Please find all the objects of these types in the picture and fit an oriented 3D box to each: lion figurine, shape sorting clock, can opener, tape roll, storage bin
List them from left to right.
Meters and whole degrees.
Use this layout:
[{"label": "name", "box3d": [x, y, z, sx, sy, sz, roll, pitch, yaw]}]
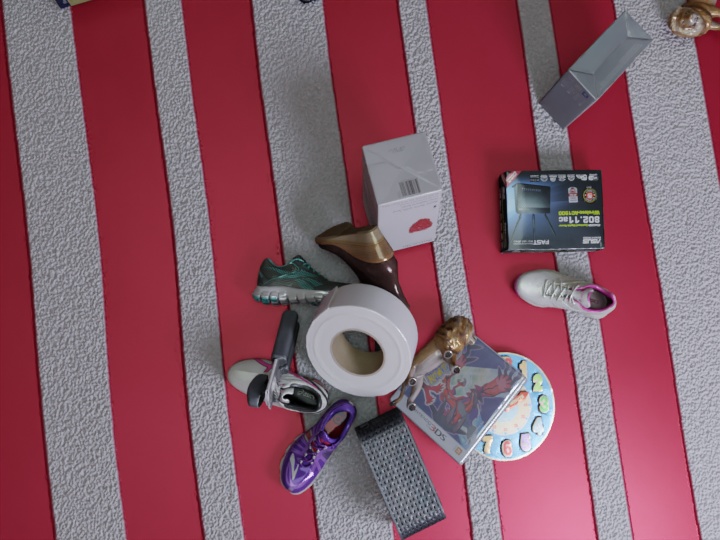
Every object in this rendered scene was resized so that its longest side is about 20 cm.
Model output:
[{"label": "can opener", "box3d": [-0.159, 0.159, 1.482, 0.065, 0.054, 0.203, 3, 46, 7]}, {"label": "tape roll", "box3d": [0.002, 0.127, 1.475, 0.197, 0.071, 0.207, 9, 125, 13]}, {"label": "storage bin", "box3d": [0.070, 0.363, 1.481, 0.092, 0.135, 0.204, -24, 86, -5]}, {"label": "lion figurine", "box3d": [0.128, 0.164, 1.506, 0.198, 0.123, 0.073, -34, 112, 12]}, {"label": "shape sorting clock", "box3d": [0.273, 0.257, 1.551, 0.194, 0.039, 0.206, 0, 85, -3]}, {"label": "lion figurine", "box3d": [0.686, -0.545, 1.631, 0.120, 0.073, 0.204, 16, 70, 6]}]

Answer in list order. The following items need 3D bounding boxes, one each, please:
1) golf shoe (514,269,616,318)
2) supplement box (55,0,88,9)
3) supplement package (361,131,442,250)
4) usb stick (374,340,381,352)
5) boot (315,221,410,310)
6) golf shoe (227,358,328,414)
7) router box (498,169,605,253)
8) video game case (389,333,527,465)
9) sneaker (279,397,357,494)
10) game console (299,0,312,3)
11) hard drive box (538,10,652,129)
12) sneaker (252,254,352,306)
[{"label": "golf shoe", "box3d": [0.391, 0.040, 1.552, 0.194, 0.092, 0.077, 10, 86, -1]}, {"label": "supplement box", "box3d": [-0.503, -0.610, 1.506, 0.195, 0.200, 0.138, -18, 85, -5]}, {"label": "supplement package", "box3d": [0.072, -0.134, 1.483, 0.118, 0.201, 0.122, -14, 67, -5]}, {"label": "usb stick", "box3d": [0.049, 0.073, 1.559, 0.054, 0.033, 0.206, -4, 86, 1]}, {"label": "boot", "box3d": [0.000, 0.000, 1.515, 0.072, 0.198, 0.170, -32, 110, -30]}, {"label": "golf shoe", "box3d": [-0.152, 0.211, 1.506, 0.195, 0.092, 0.075, 15, 89, 0]}, {"label": "router box", "box3d": [0.366, -0.112, 1.577, 0.194, 0.062, 0.154, -2, 86, -3]}, {"label": "video game case", "box3d": [0.181, 0.223, 1.526, 0.181, 0.023, 0.201, 38, 84, 23]}, {"label": "sneaker", "box3d": [-0.080, 0.318, 1.505, 0.080, 0.083, 0.202, 35, 85, 1]}, {"label": "game console", "box3d": [-0.068, -0.649, 1.574, 0.197, 0.118, 0.173, -29, 87, -5]}, {"label": "hard drive box", "box3d": [0.435, -0.368, 1.535, 0.077, 0.200, 0.156, 45, 83, 2]}, {"label": "sneaker", "box3d": [-0.105, 0.016, 1.535, 0.194, 0.078, 0.094, 3, 77, 0]}]
